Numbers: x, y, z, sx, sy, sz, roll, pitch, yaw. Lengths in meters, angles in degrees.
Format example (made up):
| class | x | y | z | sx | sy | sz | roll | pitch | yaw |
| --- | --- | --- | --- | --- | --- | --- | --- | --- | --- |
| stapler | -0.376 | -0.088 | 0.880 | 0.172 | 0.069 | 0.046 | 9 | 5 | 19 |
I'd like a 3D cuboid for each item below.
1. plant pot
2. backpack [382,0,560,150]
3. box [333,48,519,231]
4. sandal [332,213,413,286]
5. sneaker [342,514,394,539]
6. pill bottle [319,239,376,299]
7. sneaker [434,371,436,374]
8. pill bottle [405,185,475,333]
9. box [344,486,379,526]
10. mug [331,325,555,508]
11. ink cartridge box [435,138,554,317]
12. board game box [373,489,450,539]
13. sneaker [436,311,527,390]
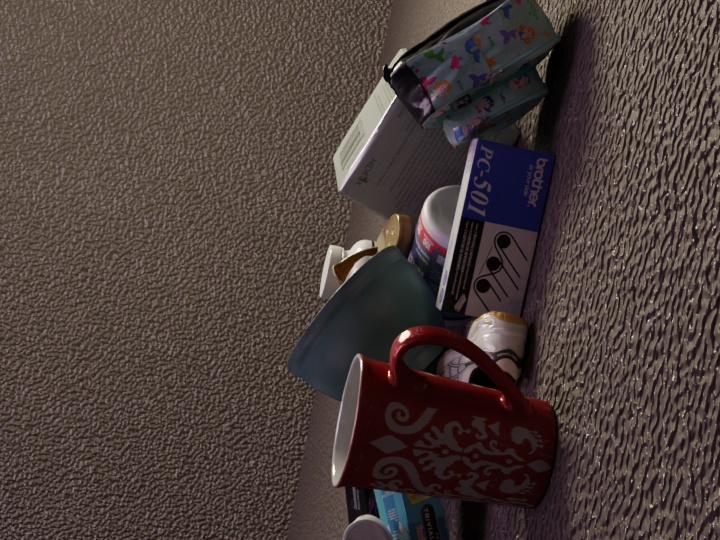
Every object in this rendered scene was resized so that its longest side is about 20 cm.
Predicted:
| class | x | y | z | sx | sy | sz | roll | pitch | yaw |
| --- | --- | --- | --- | --- | --- | --- | --- | --- | --- |
| plant pot | 0.027 | 0.088 | 1.474 | 0.200 | 0.134 | 0.200 | -47 | -12 | -13 |
| backpack | 0.146 | -0.241 | 1.460 | 0.200 | 0.151 | 0.178 | -38 | 0 | 5 |
| box | 0.084 | -0.170 | 1.677 | 0.200 | 0.171 | 0.199 | -57 | 13 | 14 |
| sandal | -0.001 | -0.005 | 1.600 | 0.212 | 0.070 | 0.078 | 119 | 152 | -48 |
| sneaker | 0.033 | 0.374 | 1.386 | 0.116 | 0.074 | 0.200 | 62 | -166 | -84 |
| pill bottle | 0.047 | 0.021 | 1.744 | 0.112 | 0.200 | 0.113 | -169 | 90 | -84 |
| sneaker | 0.086 | 0.174 | 1.720 | 0.073 | 0.114 | 0.201 | -40 | -49 | -31 |
| pill bottle | 0.114 | 0.001 | 1.565 | 0.120 | 0.119 | 0.200 | -86 | 9 | -46 |
| box | 0.020 | 0.246 | 1.676 | 0.143 | 0.036 | 0.200 | -51 | -37 | -49 |
| mug | 0.086 | 0.156 | 1.189 | 0.178 | 0.200 | 0.134 | 113 | 167 | -57 |
| ink cartridge box | 0.154 | -0.045 | 1.405 | 0.044 | 0.094 | 0.200 | -138 | 59 | -82 |
| board game box | 0.069 | 0.329 | 1.426 | 0.151 | 0.047 | 0.200 | 122 | 136 | -72 |
| sneaker | 0.131 | 0.128 | 1.391 | 0.200 | 0.076 | 0.088 | 110 | 169 | -56 |
